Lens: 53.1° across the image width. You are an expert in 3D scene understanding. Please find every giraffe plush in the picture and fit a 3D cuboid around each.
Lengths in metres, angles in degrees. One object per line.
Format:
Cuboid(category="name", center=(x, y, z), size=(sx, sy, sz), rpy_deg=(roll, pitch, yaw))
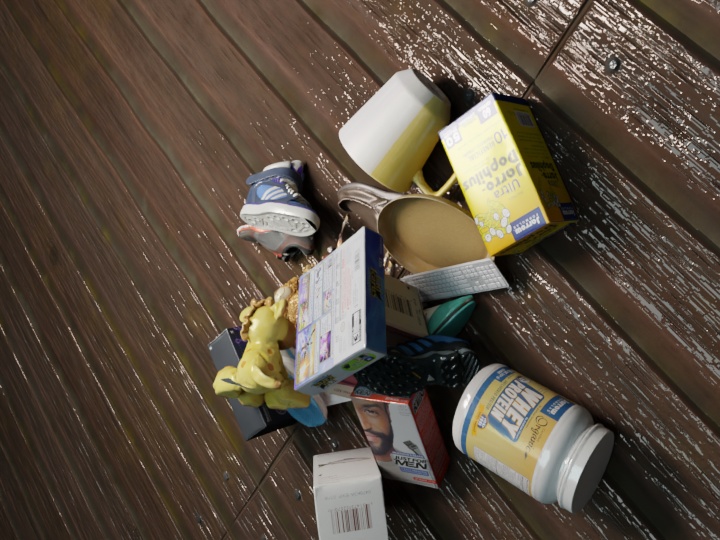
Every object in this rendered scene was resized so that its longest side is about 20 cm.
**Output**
Cuboid(category="giraffe plush", center=(-0.170, 0.138, 1.257), size=(0.168, 0.201, 0.166), rpy_deg=(1, 66, 16))

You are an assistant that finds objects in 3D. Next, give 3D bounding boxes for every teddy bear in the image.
Cuboid(category="teddy bear", center=(-0.101, 0.069, 1.351), size=(0.199, 0.066, 0.148), rpy_deg=(41, 119, 41))

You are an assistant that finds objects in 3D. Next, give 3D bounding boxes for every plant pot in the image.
Cuboid(category="plant pot", center=(0.119, -0.050, 1.124), size=(0.195, 0.028, 0.202), rpy_deg=(21, 146, 14))

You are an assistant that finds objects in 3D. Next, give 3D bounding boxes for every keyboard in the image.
Cuboid(category="keyboard", center=(0.147, 0.019, 1.155), size=(0.197, 0.011, 0.057), rpy_deg=(-13, 117, 48))

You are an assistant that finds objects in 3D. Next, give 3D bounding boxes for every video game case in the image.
Cuboid(category="video game case", center=(-0.032, 0.065, 1.103), size=(0.180, 0.045, 0.205), rpy_deg=(-34, 45, 42))

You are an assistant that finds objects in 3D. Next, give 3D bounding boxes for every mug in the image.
Cuboid(category="mug", center=(0.080, -0.224, 1.159), size=(0.154, 0.184, 0.151), rpy_deg=(-49, 23, 23))

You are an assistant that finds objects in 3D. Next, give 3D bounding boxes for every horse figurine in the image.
Cuboid(category="horse figurine", center=(0.000, 0.000, 1.287), size=(0.200, 0.049, 0.134), rpy_deg=(46, 121, 28))

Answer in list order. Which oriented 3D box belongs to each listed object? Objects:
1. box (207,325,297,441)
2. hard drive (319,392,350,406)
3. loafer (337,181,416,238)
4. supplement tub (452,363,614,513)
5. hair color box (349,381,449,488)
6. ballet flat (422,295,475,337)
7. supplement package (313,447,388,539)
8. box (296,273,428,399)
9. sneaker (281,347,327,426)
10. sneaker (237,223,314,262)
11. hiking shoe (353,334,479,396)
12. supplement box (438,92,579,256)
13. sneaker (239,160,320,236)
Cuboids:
Cuboid(category="box", center=(-0.196, 0.212, 1.419), size=(0.078, 0.139, 0.204), rpy_deg=(-37, 71, 36))
Cuboid(category="hard drive", center=(-0.033, 0.176, 1.348), size=(0.197, 0.026, 0.136), rpy_deg=(-21, 80, 41))
Cuboid(category="loafer", center=(0.033, -0.098, 1.220), size=(0.197, 0.073, 0.073), rpy_deg=(15, 78, 39))
Cuboid(category="supplement tub", center=(0.246, 0.239, 1.037), size=(0.197, 0.143, 0.149), rpy_deg=(26, 110, 35))
Cuboid(category="hair color box", center=(0.067, 0.261, 1.176), size=(0.108, 0.064, 0.204), rpy_deg=(2, 127, 31))
Cuboid(category="ballet flat", center=(0.115, 0.107, 1.189), size=(0.071, 0.066, 0.203), rpy_deg=(46, 121, 33))
Cuboid(category="supplement package", center=(-0.020, 0.391, 1.234), size=(0.113, 0.200, 0.121), rpy_deg=(-8, 90, -5))
Cuboid(category="box", center=(0.000, 0.108, 1.193), size=(0.200, 0.126, 0.111), rpy_deg=(-46, 39, 33))
Cuboid(category="sneaker", center=(-0.125, 0.204, 1.370), size=(0.076, 0.081, 0.201), rpy_deg=(-39, 89, 34))
Cuboid(category="sneaker", center=(-0.168, -0.056, 1.412), size=(0.196, 0.076, 0.084), rpy_deg=(1, 102, 41))
Cuboid(category="hiking shoe", center=(0.082, 0.141, 1.100), size=(0.194, 0.087, 0.077), rpy_deg=(0, 109, 1))
Cuboid(category="supplement box", center=(0.215, -0.138, 1.048), size=(0.108, 0.108, 0.204), rpy_deg=(-31, 75, 38))
Cuboid(category="sneaker", center=(-0.129, -0.148, 1.332), size=(0.197, 0.081, 0.149), rpy_deg=(7, 63, 42))
